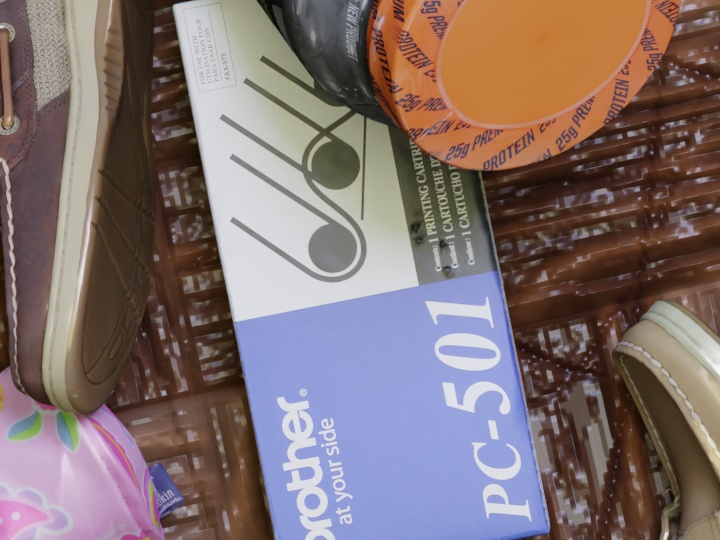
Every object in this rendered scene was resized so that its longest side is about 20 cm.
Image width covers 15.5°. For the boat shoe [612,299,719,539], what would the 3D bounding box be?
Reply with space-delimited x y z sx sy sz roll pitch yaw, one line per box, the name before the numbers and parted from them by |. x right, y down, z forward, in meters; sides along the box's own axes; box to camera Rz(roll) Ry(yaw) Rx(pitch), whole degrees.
boat shoe | 0.134 0.107 0.898 0.066 0.074 0.200 -30 90 -8

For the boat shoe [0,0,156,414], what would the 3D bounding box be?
boat shoe | -0.110 -0.046 0.882 0.072 0.072 0.201 -5 67 9

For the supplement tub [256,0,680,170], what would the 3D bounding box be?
supplement tub | 0.011 -0.128 0.832 0.122 0.123 0.200 -32 48 -2

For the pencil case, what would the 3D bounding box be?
pencil case | -0.161 0.103 0.888 0.200 0.087 0.088 -31 90 -3

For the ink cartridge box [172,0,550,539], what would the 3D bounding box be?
ink cartridge box | 0.000 0.000 0.910 0.094 0.044 0.201 -11 88 -2
